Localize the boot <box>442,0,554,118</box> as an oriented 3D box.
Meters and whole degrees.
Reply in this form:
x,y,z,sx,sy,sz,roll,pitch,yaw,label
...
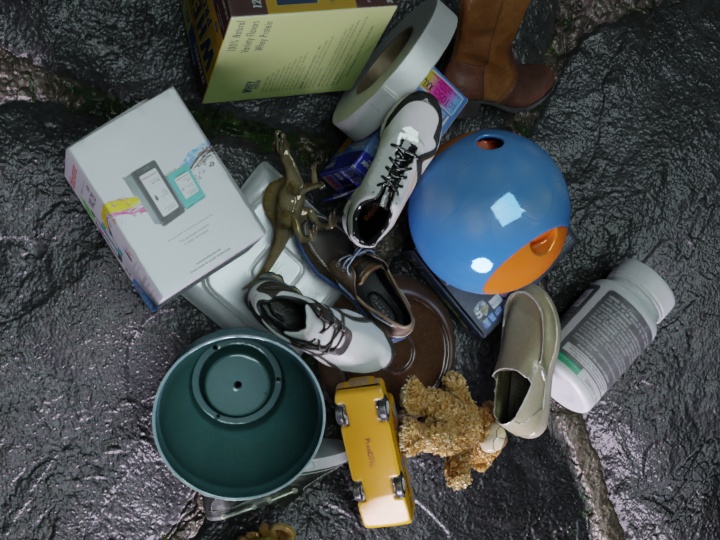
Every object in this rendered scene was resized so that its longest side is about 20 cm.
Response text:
x,y,z,sx,sy,sz,roll,pitch,yaw,label
0.192,-0.301,1.613,0.187,0.069,0.201,-8,136,-21,boot

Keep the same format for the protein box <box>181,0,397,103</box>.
x,y,z,sx,sy,sz,roll,pitch,yaw,label
-0.091,-0.312,1.486,0.198,0.199,0.136,-9,72,-20,protein box

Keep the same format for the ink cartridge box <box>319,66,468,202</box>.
x,y,z,sx,sy,sz,roll,pitch,yaw,label
0.031,-0.154,1.577,0.076,0.136,0.201,38,77,-15,ink cartridge box

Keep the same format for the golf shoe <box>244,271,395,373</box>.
x,y,z,sx,sy,sz,roll,pitch,yaw,label
-0.049,0.076,1.503,0.199,0.095,0.078,25,98,-8,golf shoe

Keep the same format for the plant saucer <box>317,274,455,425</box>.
x,y,z,sx,sy,sz,roll,pitch,yaw,label
0.042,0.106,1.623,0.199,0.034,0.202,-2,94,-25,plant saucer

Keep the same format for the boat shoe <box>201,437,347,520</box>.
x,y,z,sx,sy,sz,roll,pitch,yaw,label
-0.104,0.259,1.562,0.198,0.071,0.064,-12,108,-20,boat shoe

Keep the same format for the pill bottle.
x,y,z,sx,sy,sz,roll,pitch,yaw,label
0.327,0.085,1.696,0.200,0.113,0.113,-45,103,-15,pill bottle

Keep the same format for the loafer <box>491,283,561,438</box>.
x,y,z,sx,sy,sz,roll,pitch,yaw,label
0.210,0.117,1.617,0.068,0.075,0.202,3,86,-47,loafer

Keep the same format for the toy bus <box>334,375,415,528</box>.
x,y,z,sx,sy,sz,roll,pitch,yaw,label
0.019,0.224,1.568,0.064,0.078,0.202,-8,110,12,toy bus

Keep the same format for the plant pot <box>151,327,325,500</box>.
x,y,z,sx,sy,sz,roll,pitch,yaw,label
-0.146,0.154,1.495,0.198,0.134,0.202,-2,104,-6,plant pot

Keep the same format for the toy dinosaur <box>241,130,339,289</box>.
x,y,z,sx,sy,sz,roll,pitch,yaw,label
-0.083,-0.067,1.535,0.058,0.101,0.202,-4,106,-56,toy dinosaur

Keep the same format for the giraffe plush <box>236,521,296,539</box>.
x,y,z,sx,sy,sz,roll,pitch,yaw,label
-0.096,0.391,1.508,0.172,0.200,0.163,-33,96,7,giraffe plush

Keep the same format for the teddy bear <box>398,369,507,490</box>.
x,y,z,sx,sy,sz,roll,pitch,yaw,label
0.121,0.201,1.605,0.200,0.066,0.146,38,47,-30,teddy bear

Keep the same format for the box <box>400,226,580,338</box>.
x,y,z,sx,sy,sz,roll,pitch,yaw,label
0.175,-0.034,1.674,0.200,0.051,0.158,-43,102,-15,box

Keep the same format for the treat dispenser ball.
x,y,z,sx,sy,sz,roll,pitch,yaw,label
0.157,-0.072,1.537,0.199,0.201,0.203,0,89,-20,treat dispenser ball

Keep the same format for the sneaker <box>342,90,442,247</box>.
x,y,z,sx,sy,sz,roll,pitch,yaw,label
0.042,-0.112,1.457,0.073,0.080,0.201,22,107,-8,sneaker

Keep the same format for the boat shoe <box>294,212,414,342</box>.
x,y,z,sx,sy,sz,roll,pitch,yaw,label
0.000,0.000,1.556,0.200,0.072,0.072,46,70,-2,boat shoe

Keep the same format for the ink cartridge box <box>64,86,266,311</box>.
x,y,z,sx,sy,sz,roll,pitch,yaw,label
-0.231,-0.080,1.459,0.145,0.147,0.201,-33,91,-16,ink cartridge box

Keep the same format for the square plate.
x,y,z,sx,sy,sz,roll,pitch,yaw,label
-0.108,-0.001,1.581,0.198,0.028,0.200,41,76,-15,square plate

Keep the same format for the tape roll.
x,y,z,sx,sy,sz,roll,pitch,yaw,label
0.041,-0.248,1.548,0.037,0.203,0.203,38,77,-16,tape roll
